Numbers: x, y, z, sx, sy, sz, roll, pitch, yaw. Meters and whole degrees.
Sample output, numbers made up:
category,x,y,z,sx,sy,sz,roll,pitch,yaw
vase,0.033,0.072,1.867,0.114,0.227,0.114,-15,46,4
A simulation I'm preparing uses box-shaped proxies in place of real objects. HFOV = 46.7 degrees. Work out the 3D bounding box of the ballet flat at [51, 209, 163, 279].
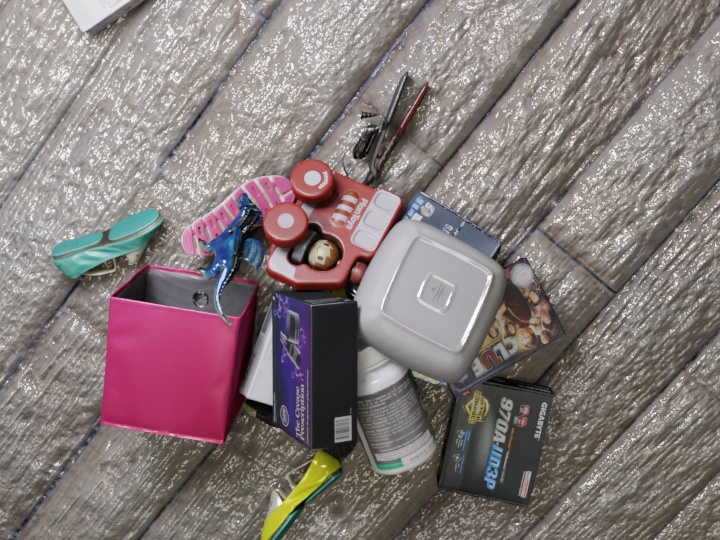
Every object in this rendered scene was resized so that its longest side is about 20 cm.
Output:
category,x,y,z,sx,sy,sz,roll,pitch,yaw
ballet flat,-0.395,-0.037,1.341,0.198,0.068,0.071,-19,125,7

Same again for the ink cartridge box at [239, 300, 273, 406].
category,x,y,z,sx,sy,sz,roll,pitch,yaw
ink cartridge box,-0.069,0.145,1.295,0.198,0.057,0.164,21,89,-26

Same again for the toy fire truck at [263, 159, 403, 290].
category,x,y,z,sx,sy,sz,roll,pitch,yaw
toy fire truck,-0.044,-0.057,1.242,0.166,0.112,0.201,23,65,12

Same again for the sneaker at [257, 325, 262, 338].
category,x,y,z,sx,sy,sz,roll,pitch,yaw
sneaker,-0.105,0.161,1.359,0.066,0.090,0.201,-38,108,-25

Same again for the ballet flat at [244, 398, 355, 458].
category,x,y,z,sx,sy,sz,roll,pitch,yaw
ballet flat,-0.102,0.261,1.384,0.198,0.067,0.057,22,114,0

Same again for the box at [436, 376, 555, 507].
category,x,y,z,sx,sy,sz,roll,pitch,yaw
box,0.221,0.277,1.380,0.157,0.046,0.203,11,102,1

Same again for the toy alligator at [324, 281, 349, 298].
category,x,y,z,sx,sy,sz,roll,pitch,yaw
toy alligator,0.000,0.000,1.324,0.199,0.059,0.055,-35,99,8

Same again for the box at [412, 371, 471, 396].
category,x,y,z,sx,sy,sz,roll,pitch,yaw
box,0.139,0.081,1.321,0.135,0.040,0.202,19,88,-2

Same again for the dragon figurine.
category,x,y,z,sx,sy,sz,roll,pitch,yaw
dragon figurine,-0.179,-0.025,1.199,0.099,0.201,0.059,-31,132,21

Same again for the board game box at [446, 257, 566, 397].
category,x,y,z,sx,sy,sz,roll,pitch,yaw
board game box,0.199,0.087,1.286,0.199,0.035,0.137,-29,91,-3

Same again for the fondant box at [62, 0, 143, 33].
category,x,y,z,sx,sy,sz,roll,pitch,yaw
fondant box,-0.365,-0.469,1.240,0.199,0.058,0.145,-30,99,10

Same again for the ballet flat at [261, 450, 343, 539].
category,x,y,z,sx,sy,sz,roll,pitch,yaw
ballet flat,-0.113,0.383,1.419,0.067,0.067,0.200,45,99,14

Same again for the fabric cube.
category,x,y,z,sx,sy,sz,roll,pitch,yaw
fabric cube,-0.273,0.122,1.295,0.194,0.200,0.202,8,105,0

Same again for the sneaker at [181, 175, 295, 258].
category,x,y,z,sx,sy,sz,roll,pitch,yaw
sneaker,-0.195,-0.087,1.311,0.199,0.087,0.074,-34,102,-14

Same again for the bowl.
category,x,y,z,sx,sy,sz,roll,pitch,yaw
bowl,0.101,0.038,1.174,0.198,0.075,0.202,27,78,-1

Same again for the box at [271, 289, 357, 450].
category,x,y,z,sx,sy,sz,roll,pitch,yaw
box,-0.068,0.135,1.191,0.078,0.141,0.203,-3,97,-26

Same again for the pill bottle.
category,x,y,z,sx,sy,sz,roll,pitch,yaw
pill bottle,0.033,0.193,1.255,0.112,0.113,0.202,-19,105,7

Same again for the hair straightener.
category,x,y,z,sx,sy,sz,roll,pitch,yaw
hair straightener,0.026,-0.218,1.291,0.076,0.041,0.201,29,107,-3

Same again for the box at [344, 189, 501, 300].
category,x,y,z,sx,sy,sz,roll,pitch,yaw
box,0.095,0.000,1.261,0.157,0.051,0.201,35,77,16
